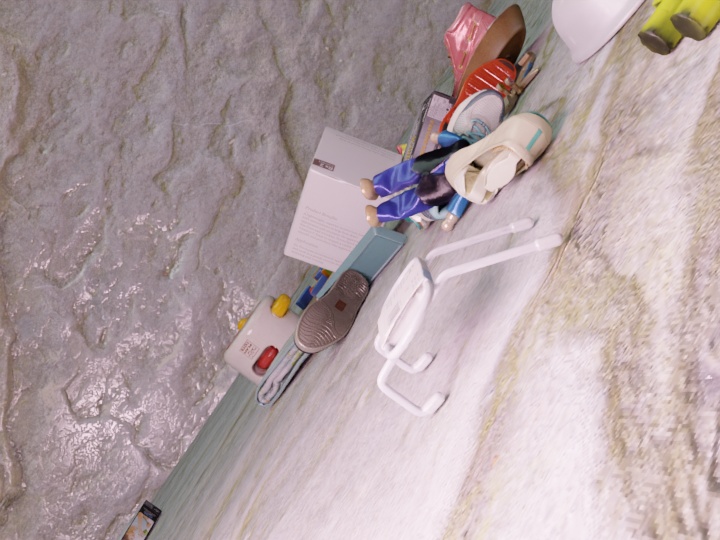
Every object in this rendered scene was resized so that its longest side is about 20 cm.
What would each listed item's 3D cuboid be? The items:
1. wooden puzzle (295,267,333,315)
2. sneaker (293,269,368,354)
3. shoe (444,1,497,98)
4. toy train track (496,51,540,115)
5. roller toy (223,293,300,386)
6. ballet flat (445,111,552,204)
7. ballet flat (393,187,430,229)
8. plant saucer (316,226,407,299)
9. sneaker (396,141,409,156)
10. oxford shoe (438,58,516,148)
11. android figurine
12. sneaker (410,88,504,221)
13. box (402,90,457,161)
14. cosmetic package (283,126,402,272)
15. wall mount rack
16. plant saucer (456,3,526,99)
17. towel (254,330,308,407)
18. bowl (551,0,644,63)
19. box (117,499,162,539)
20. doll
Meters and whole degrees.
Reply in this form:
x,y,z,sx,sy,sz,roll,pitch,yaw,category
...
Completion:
x,y,z,sx,sy,sz,roll,pitch,yaw,category
-0.099,0.032,2.112,0.186,0.046,0.200,-58,6,-27,wooden puzzle
-0.058,0.092,1.377,0.200,0.074,0.107,-47,-6,-49,sneaker
0.194,-0.393,1.571,0.071,0.090,0.202,-37,-23,-48,shoe
0.244,-0.306,1.339,0.115,0.032,0.201,-50,7,41,toy train track
-0.219,0.156,1.909,0.184,0.139,0.200,-58,7,-29,roller toy
0.141,-0.112,0.938,0.070,0.069,0.200,-56,6,-23,ballet flat
0.087,-0.110,1.317,0.072,0.071,0.200,-53,7,4,ballet flat
0.000,0.000,1.434,0.200,0.069,0.019,-50,35,38,plant saucer
0.117,-0.230,1.653,0.201,0.090,0.078,-52,4,6,sneaker
0.193,-0.278,1.434,0.201,0.071,0.073,-49,-9,-15,oxford shoe
0.298,-0.266,0.659,0.201,0.041,0.182,-56,6,3,android figurine
0.146,-0.152,1.149,0.202,0.077,0.086,-61,17,5,sneaker
0.111,-0.214,1.540,0.158,0.048,0.203,-151,79,-84,box
-0.032,-0.125,1.585,0.166,0.162,0.202,-77,8,-53,cosmetic package
0.076,0.019,0.685,0.175,0.074,0.200,-57,5,8,wall mount rack
0.244,-0.377,1.513,0.201,0.035,0.201,-50,-15,-19,plant saucer
-0.121,0.152,1.618,0.201,0.048,0.172,-51,4,33,towel
0.288,-0.356,0.997,0.202,0.090,0.201,-53,5,7,bowl
-0.618,0.728,2.254,0.117,0.060,0.201,-51,6,26,box
0.097,-0.115,1.093,0.198,0.139,0.048,-21,-21,28,doll
